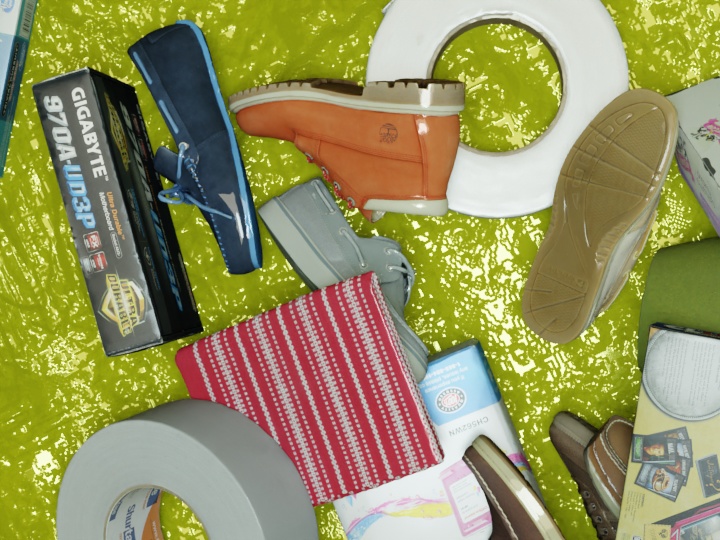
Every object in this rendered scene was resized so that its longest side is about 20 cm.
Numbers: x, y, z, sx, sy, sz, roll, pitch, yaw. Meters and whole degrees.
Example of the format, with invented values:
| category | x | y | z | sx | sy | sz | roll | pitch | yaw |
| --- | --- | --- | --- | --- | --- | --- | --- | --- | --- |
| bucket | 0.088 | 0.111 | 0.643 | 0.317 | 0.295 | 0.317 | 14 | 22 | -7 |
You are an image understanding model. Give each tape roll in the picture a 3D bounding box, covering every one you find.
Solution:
| category | x | y | z | sx | sy | sz | roll | pitch | yaw |
| --- | --- | --- | --- | --- | --- | --- | --- | --- | --- |
| tape roll | -0.128 | 0.198 | 1.264 | 0.200 | 0.066 | 0.201 | 9 | 106 | 32 |
| tape roll | 0.102 | -0.140 | 1.305 | 0.202 | 0.037 | 0.204 | 0 | 90 | 5 |

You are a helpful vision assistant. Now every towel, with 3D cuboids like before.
| category | x | y | z | sx | sy | sz | roll | pitch | yaw |
| --- | --- | --- | --- | --- | --- | --- | --- | --- | --- |
| towel | -0.040 | 0.096 | 1.233 | 0.199 | 0.022 | 0.145 | -22 | 89 | 36 |

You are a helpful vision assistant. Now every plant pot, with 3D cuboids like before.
| category | x | y | z | sx | sy | sz | roll | pitch | yaw |
| --- | --- | --- | --- | --- | --- | --- | --- | --- | --- |
| plant pot | 0.305 | 0.045 | 1.235 | 0.199 | 0.187 | 0.188 | 8 | 91 | 18 |

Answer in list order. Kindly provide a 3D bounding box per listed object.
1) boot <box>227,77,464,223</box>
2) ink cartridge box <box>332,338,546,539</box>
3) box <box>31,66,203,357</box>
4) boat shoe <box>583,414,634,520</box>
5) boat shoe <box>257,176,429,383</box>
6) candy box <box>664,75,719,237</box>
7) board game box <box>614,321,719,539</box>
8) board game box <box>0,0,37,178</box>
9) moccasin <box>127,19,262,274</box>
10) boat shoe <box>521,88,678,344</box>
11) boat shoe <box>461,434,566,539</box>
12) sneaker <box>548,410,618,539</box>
| category | x | y | z | sx | sy | sz | roll | pitch | yaw |
| --- | --- | --- | --- | --- | --- | --- | --- | --- | --- |
| boot | -0.016 | -0.090 | 1.271 | 0.199 | 0.075 | 0.108 | 8 | 104 | 35 |
| ink cartridge box | 0.059 | 0.171 | 1.286 | 0.144 | 0.085 | 0.201 | -22 | 90 | 4 |
| box | -0.175 | -0.041 | 1.263 | 0.046 | 0.159 | 0.201 | -16 | 89 | 5 |
| boat shoe | 0.249 | 0.172 | 1.209 | 0.200 | 0.076 | 0.074 | 41 | 134 | 0 |
| boat shoe | 0.000 | 0.000 | 1.265 | 0.071 | 0.070 | 0.201 | -37 | 55 | -6 |
| candy box | 0.333 | -0.094 | 1.220 | 0.199 | 0.168 | 0.072 | -19 | 120 | 4 |
| board game box | 0.245 | 0.146 | 1.151 | 0.135 | 0.035 | 0.201 | 11 | 96 | 18 |
| board game box | -0.363 | -0.166 | 1.331 | 0.199 | 0.047 | 0.152 | 11 | 91 | 4 |
| moccasin | -0.126 | -0.087 | 1.307 | 0.068 | 0.080 | 0.201 | -17 | 75 | -3 |
| boat shoe | 0.180 | -0.043 | 1.268 | 0.074 | 0.069 | 0.201 | 32 | 111 | 20 |
| boat shoe | 0.117 | 0.213 | 1.209 | 0.072 | 0.072 | 0.201 | -30 | 96 | 0 |
| sneaker | 0.202 | 0.194 | 1.284 | 0.200 | 0.070 | 0.076 | 44 | 94 | 3 |
